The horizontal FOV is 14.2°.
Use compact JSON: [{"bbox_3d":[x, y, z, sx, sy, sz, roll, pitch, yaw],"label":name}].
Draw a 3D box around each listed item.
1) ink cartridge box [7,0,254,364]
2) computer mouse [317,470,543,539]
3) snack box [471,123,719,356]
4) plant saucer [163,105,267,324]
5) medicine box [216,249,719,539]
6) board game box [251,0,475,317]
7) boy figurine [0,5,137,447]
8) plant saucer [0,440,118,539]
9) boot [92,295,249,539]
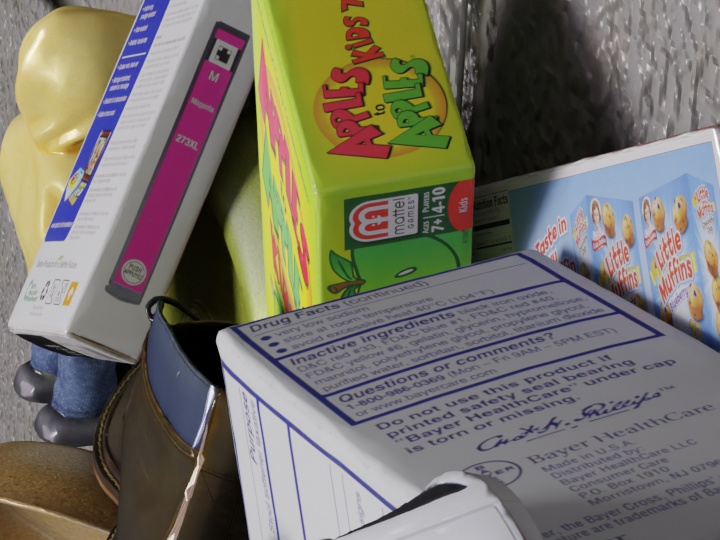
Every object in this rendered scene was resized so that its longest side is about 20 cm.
[{"bbox_3d":[-0.074,-0.063,1.096,0.095,0.037,0.201,1,70,70],"label":"ink cartridge box"},{"bbox_3d":[-0.004,0.095,0.659,0.200,0.044,0.110,130,123,-65],"label":"computer mouse"},{"bbox_3d":[0.069,0.005,0.806,0.200,0.024,0.072,169,93,-70],"label":"snack box"},{"bbox_3d":[-0.048,0.038,1.115,0.200,0.031,0.201,173,90,-70],"label":"plant saucer"},{"bbox_3d":[0.054,0.113,0.730,0.200,0.102,0.183,-146,45,-62],"label":"medicine box"},{"bbox_3d":[0.000,0.000,0.893,0.201,0.047,0.102,89,170,-51],"label":"board game box"},{"bbox_3d":[-0.124,-0.027,1.276,0.124,0.064,0.201,-129,38,-56],"label":"boy figurine"},{"bbox_3d":[-0.075,0.109,1.044,0.036,0.199,0.200,-68,11,-20],"label":"plant saucer"},{"bbox_3d":[-0.042,0.045,0.928,0.200,0.074,0.097,-93,21,-64],"label":"boot"}]
